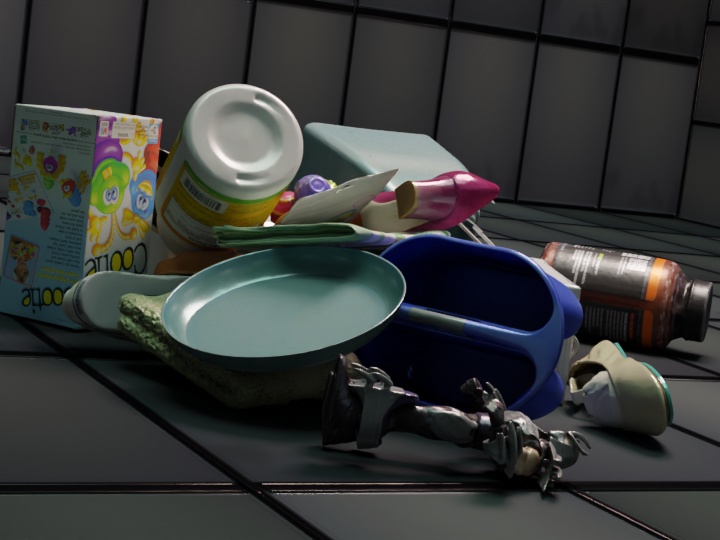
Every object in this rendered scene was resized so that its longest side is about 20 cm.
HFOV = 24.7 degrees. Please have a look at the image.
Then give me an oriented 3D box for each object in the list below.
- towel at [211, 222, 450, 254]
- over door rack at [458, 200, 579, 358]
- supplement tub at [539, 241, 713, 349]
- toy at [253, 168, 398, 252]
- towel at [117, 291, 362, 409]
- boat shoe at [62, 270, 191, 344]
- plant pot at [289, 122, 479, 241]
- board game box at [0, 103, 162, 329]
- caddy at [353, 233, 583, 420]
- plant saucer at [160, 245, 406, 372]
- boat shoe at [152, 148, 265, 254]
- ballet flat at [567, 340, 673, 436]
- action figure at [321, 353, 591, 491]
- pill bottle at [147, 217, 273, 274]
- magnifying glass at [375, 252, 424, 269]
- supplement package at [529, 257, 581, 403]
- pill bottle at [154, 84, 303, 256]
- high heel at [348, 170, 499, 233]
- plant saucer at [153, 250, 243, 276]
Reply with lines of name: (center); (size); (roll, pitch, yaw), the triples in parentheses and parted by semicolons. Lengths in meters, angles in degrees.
towel: (-0.022, -0.029, 1.497); (0.152, 0.024, 0.200); (-2, -3, 29)
over door rack: (0.147, 0.006, 1.759); (0.066, 0.201, 0.148); (-34, 12, -2)
supplement tub: (0.305, 0.033, 1.916); (0.199, 0.108, 0.107); (10, 8, 17)
toy: (-0.055, -0.057, 1.606); (0.115, 0.047, 0.200); (-20, -16, -30)
towel: (-0.103, 0.060, 1.386); (0.148, 0.037, 0.200); (-4, 24, -39)
boat shoe: (-0.175, 0.041, 1.493); (0.199, 0.071, 0.070); (7, -10, -32)
plant pot: (0.038, -0.053, 2.034); (0.195, 0.197, 0.200); (3, 19, -32)
board game box: (-0.270, -0.053, 1.589); (0.104, 0.201, 0.103); (11, 7, 30)
caddy: (0.085, 0.049, 1.357); (0.199, 0.142, 0.105); (12, -6, 34)
plant saucer: (-0.061, 0.033, 1.331); (0.199, 0.028, 0.200); (-5, 25, 2)
boat shoe: (-0.159, -0.055, 1.678); (0.201, 0.074, 0.063); (32, -37, -16)
ballet flat: (0.220, 0.108, 1.441); (0.069, 0.070, 0.200); (7, 5, -4)
action figure: (0.072, 0.112, 1.192); (0.199, 0.070, 0.130); (11, -2, -6)
pill bottle: (-0.136, -0.015, 1.782); (0.199, 0.115, 0.114); (4, 8, -29)
magnifying glass: (0.000, 0.000, 1.526); (0.079, 0.023, 0.200); (19, -17, -27)
supplement package: (0.112, 0.045, 1.583); (0.155, 0.112, 0.200); (7, 6, -4)
pill bottle: (-0.132, -0.082, 1.545); (0.110, 0.112, 0.200); (5, -23, -17)
high heel: (0.053, -0.056, 1.631); (0.095, 0.068, 0.200); (-2, -17, -25)
plant saucer: (-0.101, 0.020, 1.595); (0.199, 0.033, 0.200); (11, -14, 3)
